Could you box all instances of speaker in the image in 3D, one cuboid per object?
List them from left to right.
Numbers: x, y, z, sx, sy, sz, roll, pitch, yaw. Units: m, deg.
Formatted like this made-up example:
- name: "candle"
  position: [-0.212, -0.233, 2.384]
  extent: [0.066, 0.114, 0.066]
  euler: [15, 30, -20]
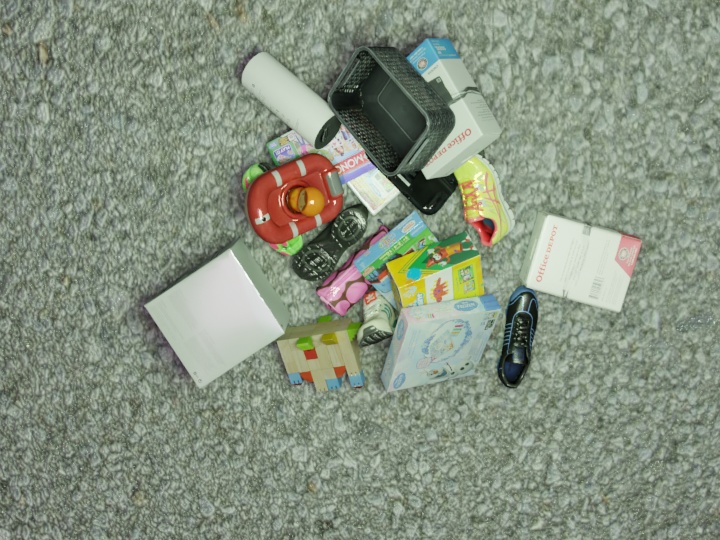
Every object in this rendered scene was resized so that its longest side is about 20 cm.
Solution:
- name: "speaker"
  position: [-0.127, -0.312, 1.531]
  extent: [0.199, 0.081, 0.082]
  euler: [42, 99, 16]

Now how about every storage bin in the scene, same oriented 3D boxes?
- name: "storage bin"
  position: [0.053, -0.280, 1.453]
  extent: [0.201, 0.093, 0.136]
  euler: [52, 126, 17]

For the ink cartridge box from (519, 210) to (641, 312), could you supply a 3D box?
- name: "ink cartridge box"
  position: [0.426, -0.021, 1.622]
  extent: [0.196, 0.083, 0.150]
  euler: [15, 101, -4]

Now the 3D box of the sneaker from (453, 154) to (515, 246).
- name: "sneaker"
  position: [0.224, -0.134, 1.574]
  extent: [0.090, 0.077, 0.202]
  euler: [-48, 113, -35]

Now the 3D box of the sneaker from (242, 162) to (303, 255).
- name: "sneaker"
  position: [-0.157, -0.119, 1.602]
  extent: [0.075, 0.084, 0.203]
  euler: [-8, 121, 23]

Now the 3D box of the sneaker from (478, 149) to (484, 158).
- name: "sneaker"
  position: [0.166, -0.287, 1.586]
  extent: [0.102, 0.060, 0.204]
  euler: [-16, 97, 4]

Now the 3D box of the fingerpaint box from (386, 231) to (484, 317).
- name: "fingerpaint box"
  position: [0.148, 0.043, 1.578]
  extent: [0.164, 0.074, 0.202]
  euler: [-22, 138, -4]

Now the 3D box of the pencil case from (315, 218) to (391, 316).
- name: "pencil case"
  position: [0.000, 0.000, 1.618]
  extent: [0.091, 0.094, 0.200]
  euler: [45, 97, 3]

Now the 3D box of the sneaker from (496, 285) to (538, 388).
- name: "sneaker"
  position: [0.318, 0.136, 1.653]
  extent: [0.068, 0.078, 0.205]
  euler: [8, 101, -2]

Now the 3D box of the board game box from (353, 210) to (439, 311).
- name: "board game box"
  position: [0.096, -0.006, 1.589]
  extent: [0.151, 0.037, 0.200]
  euler: [-39, 139, 6]

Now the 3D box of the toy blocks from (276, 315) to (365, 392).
- name: "toy blocks"
  position: [-0.074, 0.177, 1.654]
  extent: [0.196, 0.100, 0.139]
  euler: [-9, 114, 16]

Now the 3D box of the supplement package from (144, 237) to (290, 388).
- name: "supplement package"
  position: [-0.270, 0.078, 1.604]
  extent: [0.198, 0.147, 0.193]
  euler: [-32, 99, 5]

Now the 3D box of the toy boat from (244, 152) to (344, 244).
- name: "toy boat"
  position: [-0.108, -0.126, 1.497]
  extent: [0.198, 0.130, 0.133]
  euler: [-27, 109, -23]

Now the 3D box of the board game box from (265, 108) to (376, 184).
- name: "board game box"
  position: [-0.065, -0.225, 1.586]
  extent: [0.197, 0.029, 0.137]
  euler: [-25, 100, 8]

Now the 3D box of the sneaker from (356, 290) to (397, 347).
- name: "sneaker"
  position: [0.024, 0.089, 1.587]
  extent: [0.069, 0.199, 0.095]
  euler: [-23, 83, 12]

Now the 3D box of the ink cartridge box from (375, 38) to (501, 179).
- name: "ink cartridge box"
  position: [0.139, -0.290, 1.496]
  extent: [0.144, 0.083, 0.203]
  euler: [-35, 79, 36]

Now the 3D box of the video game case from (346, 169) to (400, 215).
- name: "video game case"
  position: [0.030, -0.242, 1.609]
  extent: [0.181, 0.024, 0.201]
  euler: [-40, 99, 7]

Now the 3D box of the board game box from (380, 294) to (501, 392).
- name: "board game box"
  position: [0.150, 0.140, 1.586]
  extent: [0.195, 0.044, 0.202]
  euler: [-9, 138, -23]

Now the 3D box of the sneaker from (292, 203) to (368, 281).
- name: "sneaker"
  position: [-0.052, -0.054, 1.617]
  extent: [0.199, 0.091, 0.076]
  euler: [-39, 99, 24]

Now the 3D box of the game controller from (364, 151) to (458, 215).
- name: "game controller"
  position: [0.099, -0.200, 1.577]
  extent: [0.200, 0.042, 0.105]
  euler: [43, 91, -18]
